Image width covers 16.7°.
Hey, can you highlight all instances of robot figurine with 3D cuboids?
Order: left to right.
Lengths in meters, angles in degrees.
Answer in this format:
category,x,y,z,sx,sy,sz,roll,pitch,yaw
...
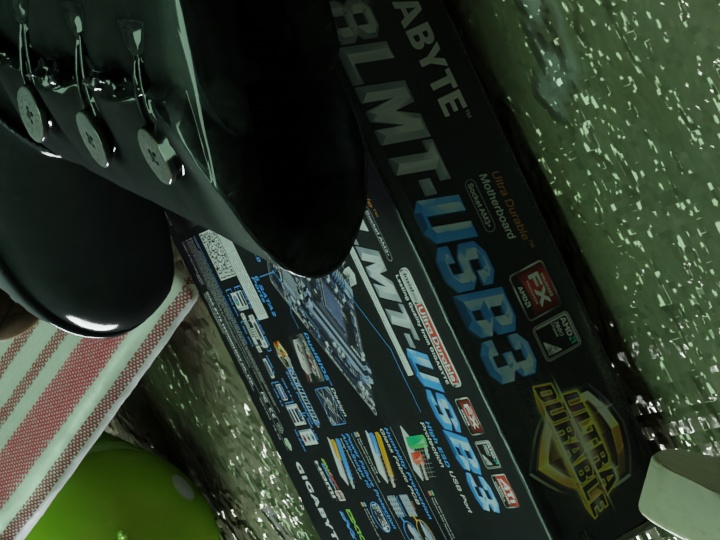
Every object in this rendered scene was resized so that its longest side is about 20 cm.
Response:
category,x,y,z,sx,sy,sz,roll,pitch,yaw
robot figurine,-0.141,0.130,1.151,0.200,0.116,0.176,15,140,55

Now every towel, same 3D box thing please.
category,x,y,z,sx,sy,sz,roll,pitch,yaw
towel,-0.159,0.001,1.064,0.147,0.030,0.200,-53,58,19

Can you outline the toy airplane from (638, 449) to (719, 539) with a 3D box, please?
category,x,y,z,sx,sy,sz,roll,pitch,yaw
toy airplane,0.146,0.072,0.411,0.199,0.142,0.199,30,174,5

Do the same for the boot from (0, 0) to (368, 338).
category,x,y,z,sx,sy,sz,roll,pitch,yaw
boot,-0.060,-0.032,0.746,0.200,0.066,0.165,14,138,51

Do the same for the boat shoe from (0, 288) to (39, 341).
category,x,y,z,sx,sy,sz,roll,pitch,yaw
boat shoe,-0.134,-0.079,0.858,0.065,0.072,0.201,14,101,40

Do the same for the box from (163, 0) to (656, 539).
category,x,y,z,sx,sy,sz,roll,pitch,yaw
box,0.000,0.000,0.780,0.201,0.050,0.198,64,158,-3
